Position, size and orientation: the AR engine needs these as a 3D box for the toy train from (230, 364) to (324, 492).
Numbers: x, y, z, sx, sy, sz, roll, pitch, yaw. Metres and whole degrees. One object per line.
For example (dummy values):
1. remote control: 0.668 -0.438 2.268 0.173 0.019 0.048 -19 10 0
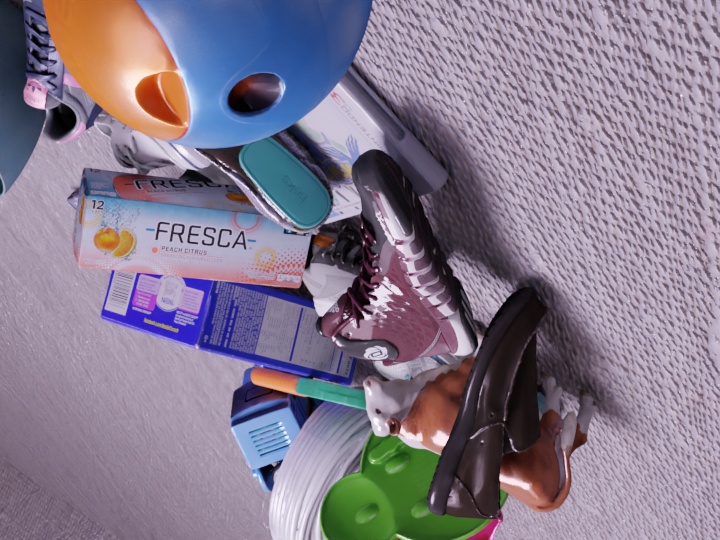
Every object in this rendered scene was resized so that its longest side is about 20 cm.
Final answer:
1. toy train: -0.084 0.147 1.470 0.201 0.086 0.115 -90 -19 -63

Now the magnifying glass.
1. magnifying glass: -0.041 0.113 1.323 0.079 0.023 0.199 17 172 -38

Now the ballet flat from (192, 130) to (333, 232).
1. ballet flat: -0.101 -0.110 1.086 0.201 0.072 0.072 49 156 -21

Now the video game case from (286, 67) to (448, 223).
1. video game case: -0.042 -0.117 1.090 0.182 0.022 0.199 46 157 -16

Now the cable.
1. cable: -0.011 0.218 1.405 0.069 0.200 0.201 30 149 36

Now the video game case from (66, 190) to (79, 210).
1. video game case: -0.245 -0.041 1.562 0.143 0.019 0.199 48 157 -22

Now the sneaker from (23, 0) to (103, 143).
1. sneaker: -0.271 -0.189 1.230 0.070 0.082 0.201 29 156 23

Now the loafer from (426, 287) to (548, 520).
1. loafer: 0.115 0.111 1.107 0.071 0.202 0.073 20 -164 7

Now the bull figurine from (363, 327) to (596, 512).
1. bull figurine: 0.101 0.122 1.179 0.199 0.122 0.065 29 -176 16

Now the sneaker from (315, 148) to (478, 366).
1. sneaker: 0.007 0.007 1.050 0.114 0.076 0.201 -20 126 13

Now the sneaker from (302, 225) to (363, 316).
1. sneaker: 0.000 0.000 1.187 0.080 0.074 0.199 52 155 -19

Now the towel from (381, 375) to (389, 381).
1. towel: 0.106 0.157 1.397 0.199 0.018 0.087 27 150 29

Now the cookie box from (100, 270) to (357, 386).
1. cookie box: -0.123 0.046 1.349 0.199 0.076 0.170 18 176 -43

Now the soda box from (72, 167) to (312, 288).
1. soda box: -0.144 -0.036 1.187 0.198 0.069 0.064 6 -156 -19

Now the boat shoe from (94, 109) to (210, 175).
1. boat shoe: -0.178 -0.111 1.177 0.074 0.067 0.200 44 179 -26

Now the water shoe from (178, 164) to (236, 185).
1. water shoe: -0.169 -0.046 1.350 0.071 0.079 0.200 36 158 6

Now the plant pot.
1. plant pot: -0.373 -0.187 1.322 0.199 0.135 0.201 33 157 16

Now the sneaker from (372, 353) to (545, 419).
1. sneaker: 0.079 0.118 1.267 0.199 0.087 0.078 21 152 38

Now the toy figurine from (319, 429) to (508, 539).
1. toy figurine: 0.070 0.238 1.368 0.151 0.199 0.184 55 176 31

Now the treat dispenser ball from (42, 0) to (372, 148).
1. treat dispenser ball: -0.090 -0.175 0.817 0.200 0.201 0.201 32 157 15
